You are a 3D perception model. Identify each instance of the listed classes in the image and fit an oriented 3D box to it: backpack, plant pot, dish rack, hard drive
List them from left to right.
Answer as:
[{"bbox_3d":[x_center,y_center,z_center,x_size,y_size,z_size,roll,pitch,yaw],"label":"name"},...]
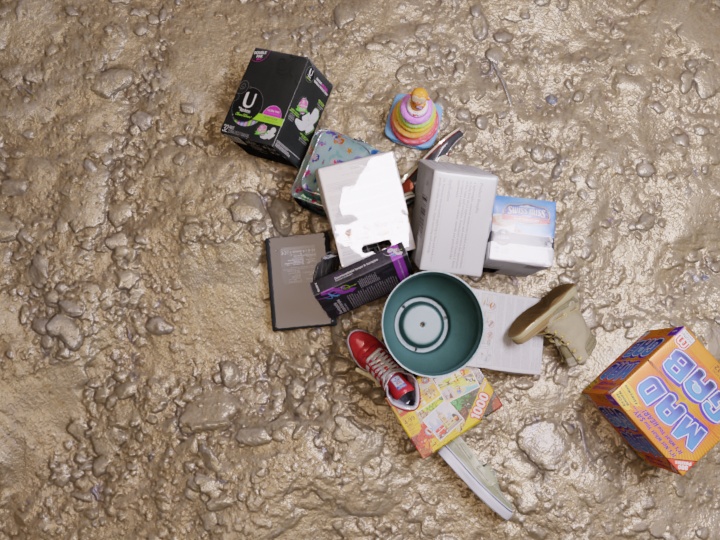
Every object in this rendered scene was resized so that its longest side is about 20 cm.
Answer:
[{"bbox_3d":[-0.128,0.025,1.652,0.138,0.033,0.202,-5,83,-1],"label":"hard drive"},{"bbox_3d":[-0.031,-0.194,1.627,0.199,0.151,0.179,23,83,-2],"label":"backpack"},{"bbox_3d":[0.000,0.000,1.584,0.198,0.154,0.055,-16,59,-17],"label":"dish rack"},{"bbox_3d":[0.131,0.105,1.513,0.198,0.134,0.202,0,86,-6],"label":"plant pot"}]

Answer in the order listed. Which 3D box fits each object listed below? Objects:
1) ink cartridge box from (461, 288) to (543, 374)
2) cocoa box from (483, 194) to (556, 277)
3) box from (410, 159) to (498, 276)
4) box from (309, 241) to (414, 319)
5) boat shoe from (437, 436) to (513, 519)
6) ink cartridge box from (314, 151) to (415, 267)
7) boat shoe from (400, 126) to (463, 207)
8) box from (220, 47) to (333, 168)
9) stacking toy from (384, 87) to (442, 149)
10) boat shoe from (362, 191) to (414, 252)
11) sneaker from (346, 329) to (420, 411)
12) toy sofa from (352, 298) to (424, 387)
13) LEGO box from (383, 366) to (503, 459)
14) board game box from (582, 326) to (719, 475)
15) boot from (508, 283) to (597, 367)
[{"bbox_3d":[0.290,0.129,1.601,0.198,0.050,0.164,9,83,-20],"label":"ink cartridge box"},{"bbox_3d":[0.310,-0.068,1.580,0.132,0.200,0.133,7,83,-1],"label":"cocoa box"},{"bbox_3d":[0.180,-0.111,1.556,0.129,0.200,0.201,7,103,-6],"label":"box"},{"bbox_3d":[0.008,0.023,1.534,0.199,0.143,0.036,-25,65,1],"label":"box"},{"bbox_3d":[0.247,0.426,1.589,0.062,0.072,0.200,-45,83,-2],"label":"boat shoe"},{"bbox_3d":[0.010,-0.122,1.533,0.160,0.050,0.202,-14,93,-10],"label":"ink cartridge box"},{"bbox_3d":[0.156,-0.226,1.664,0.063,0.071,0.200,44,87,-3],"label":"boat shoe"},{"bbox_3d":[-0.176,-0.345,1.628,0.148,0.124,0.201,19,83,27],"label":"box"},{"bbox_3d":[0.118,-0.336,1.611,0.115,0.200,0.111,17,83,1],"label":"stacking toy"},{"bbox_3d":[0.051,-0.085,1.626,0.062,0.075,0.200,46,107,11],"label":"boat shoe"},{"bbox_3d":[0.049,0.196,1.511,0.071,0.112,0.200,-41,89,-6],"label":"sneaker"},{"bbox_3d":[0.071,0.148,1.614,0.097,0.083,0.201,29,84,-2],"label":"toy sofa"},{"bbox_3d":[0.171,0.272,1.602,0.199,0.077,0.150,-33,85,-4],"label":"LEGO box"},{"bbox_3d":[0.610,0.255,1.543,0.200,0.200,0.200,-41,84,-4],"label":"board game box"},{"bbox_3d":[0.402,0.138,1.587,0.199,0.073,0.156,-34,104,-32],"label":"boot"}]
